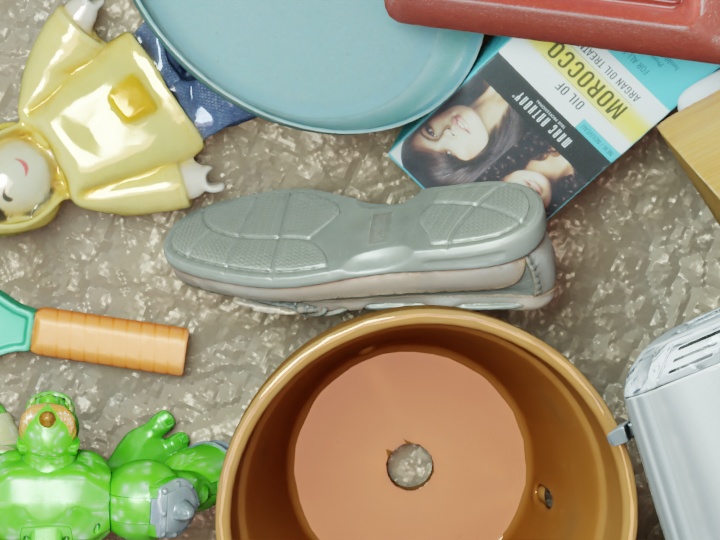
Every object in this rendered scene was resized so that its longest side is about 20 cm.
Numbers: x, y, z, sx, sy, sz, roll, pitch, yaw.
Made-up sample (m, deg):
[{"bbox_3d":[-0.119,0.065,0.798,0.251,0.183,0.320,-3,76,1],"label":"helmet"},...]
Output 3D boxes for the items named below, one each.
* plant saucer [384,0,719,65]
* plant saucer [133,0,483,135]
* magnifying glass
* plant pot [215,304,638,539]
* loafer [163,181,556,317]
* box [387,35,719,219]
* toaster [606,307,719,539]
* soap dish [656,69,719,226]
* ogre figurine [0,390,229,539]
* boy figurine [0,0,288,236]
[{"bbox_3d":[0.091,-0.197,1.170,0.200,0.037,0.200,11,108,30],"label":"plant saucer"},{"bbox_3d":[-0.032,-0.151,1.263,0.200,0.027,0.200,12,61,-23],"label":"plant saucer"},{"bbox_3d":[-0.188,0.028,1.328,0.200,0.022,0.080,8,96,-5],"label":"magnifying glass"},{"bbox_3d":[0.027,0.109,1.289,0.200,0.140,0.200,0,97,-4],"label":"plant pot"},{"bbox_3d":[0.000,0.000,1.295,0.200,0.072,0.063,-3,129,20],"label":"loafer"},{"bbox_3d":[0.111,-0.099,1.273,0.082,0.049,0.200,43,119,-7],"label":"box"},{"bbox_3d":[0.215,0.066,1.180,0.200,0.114,0.129,-24,90,17],"label":"toaster"},{"bbox_3d":[0.254,-0.037,1.255,0.157,0.081,0.200,-27,137,13],"label":"soap dish"},{"bbox_3d":[-0.149,0.108,1.290,0.200,0.120,0.098,19,95,-6],"label":"ogre figurine"},{"bbox_3d":[-0.122,-0.083,1.297,0.200,0.064,0.124,-27,98,-3],"label":"boy figurine"}]
